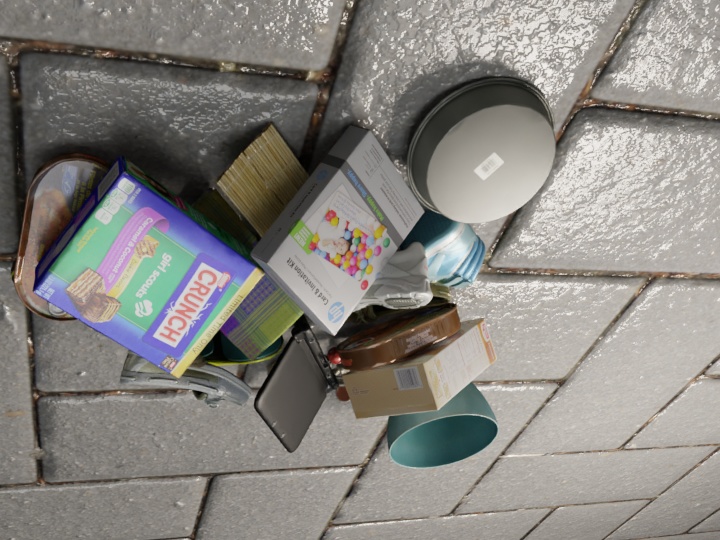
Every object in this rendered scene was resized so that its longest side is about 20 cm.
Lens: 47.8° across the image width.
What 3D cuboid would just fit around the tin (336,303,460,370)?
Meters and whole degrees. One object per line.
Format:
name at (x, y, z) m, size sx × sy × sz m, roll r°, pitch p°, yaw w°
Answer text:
tin at (0.059, 0.097, 1.190) m, size 0.198 × 0.043 × 0.112 m, roll -21°, pitch -178°, yaw -27°

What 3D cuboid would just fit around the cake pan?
cake pan at (0.155, -0.138, 1.003) m, size 0.197 × 0.037 × 0.202 m, roll -10°, pitch 133°, yaw -11°

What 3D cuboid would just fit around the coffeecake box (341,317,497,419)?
coffeecake box at (0.094, 0.147, 1.239) m, size 0.152 × 0.074 × 0.199 m, roll -15°, pitch -173°, yaw 37°

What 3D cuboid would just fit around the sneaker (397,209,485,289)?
sneaker at (0.091, 0.002, 1.156) m, size 0.199 × 0.080 × 0.130 m, roll -32°, pitch 133°, yaw 25°

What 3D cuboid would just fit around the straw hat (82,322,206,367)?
straw hat at (-0.277, 0.052, 1.092) m, size 0.200 × 0.200 × 0.086 m, roll 26°, pitch 88°, yaw -40°

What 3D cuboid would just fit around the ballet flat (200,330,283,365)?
ballet flat at (-0.215, 0.117, 1.243) m, size 0.196 × 0.068 × 0.067 m, roll -7°, pitch 165°, yaw -4°

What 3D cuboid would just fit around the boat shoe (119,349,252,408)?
boat shoe at (-0.245, 0.158, 1.157) m, size 0.201 × 0.066 × 0.074 m, roll 29°, pitch 162°, yaw -36°

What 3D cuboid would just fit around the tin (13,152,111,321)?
tin at (-0.335, -0.038, 0.946) m, size 0.110 × 0.042 × 0.203 m, roll 12°, pitch 109°, yaw -19°

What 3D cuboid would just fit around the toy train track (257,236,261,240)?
toy train track at (-0.185, 0.005, 1.119) m, size 0.198 × 0.033 × 0.114 m, roll -30°, pitch 141°, yaw 22°

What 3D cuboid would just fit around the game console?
game console at (-0.110, 0.131, 1.163) m, size 0.115 × 0.177 × 0.201 m, roll -28°, pitch 148°, yaw -6°

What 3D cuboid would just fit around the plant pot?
plant pot at (0.133, 0.246, 1.450) m, size 0.196 × 0.136 × 0.202 m, roll -9°, pitch 143°, yaw -7°

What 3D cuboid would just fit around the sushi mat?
sushi mat at (-0.089, -0.075, 0.991) m, size 0.096 × 0.012 × 0.201 m, roll -46°, pitch 130°, yaw -11°

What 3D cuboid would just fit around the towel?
towel at (-0.165, 0.005, 1.036) m, size 0.200 × 0.023 × 0.143 m, roll 47°, pitch 120°, yaw -3°

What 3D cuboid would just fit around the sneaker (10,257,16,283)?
sneaker at (-0.338, -0.002, 1.043) m, size 0.196 × 0.077 × 0.077 m, roll -3°, pitch 156°, yaw -1°

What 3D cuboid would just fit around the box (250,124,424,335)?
box at (-0.022, -0.047, 0.982) m, size 0.201 × 0.041 × 0.156 m, roll -52°, pitch 133°, yaw -13°

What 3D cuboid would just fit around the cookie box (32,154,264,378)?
cookie box at (-0.240, 0.000, 0.932) m, size 0.199 × 0.075 × 0.172 m, roll 36°, pitch 98°, yaw -29°

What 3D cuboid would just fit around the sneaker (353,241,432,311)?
sneaker at (0.000, 0.000, 1.084) m, size 0.196 × 0.101 × 0.078 m, roll -1°, pitch 159°, yaw 11°

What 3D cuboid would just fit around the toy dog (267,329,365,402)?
toy dog at (-0.058, 0.182, 1.331) m, size 0.197 × 0.133 × 0.097 m, roll -17°, pitch 123°, yaw 21°

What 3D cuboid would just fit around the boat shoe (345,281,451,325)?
boat shoe at (0.035, 0.045, 1.215) m, size 0.197 × 0.064 × 0.074 m, roll -15°, pitch 144°, yaw 1°
